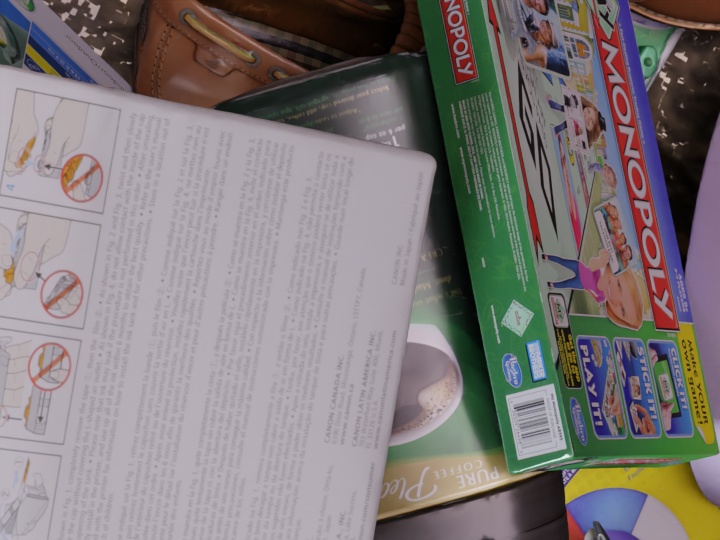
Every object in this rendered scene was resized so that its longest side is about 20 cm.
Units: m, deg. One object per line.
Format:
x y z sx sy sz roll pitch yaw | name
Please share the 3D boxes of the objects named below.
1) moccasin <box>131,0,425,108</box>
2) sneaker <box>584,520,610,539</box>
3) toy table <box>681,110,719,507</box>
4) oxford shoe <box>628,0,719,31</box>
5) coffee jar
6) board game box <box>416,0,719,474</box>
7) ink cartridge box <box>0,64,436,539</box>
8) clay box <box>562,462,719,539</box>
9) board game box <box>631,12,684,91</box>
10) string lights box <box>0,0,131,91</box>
0.012 -0.083 1.037 0.201 0.078 0.074 17 45 -8 | moccasin
0.126 0.159 1.032 0.199 0.079 0.130 -5 103 -5 | sneaker
0.209 0.008 1.039 0.184 0.117 0.200 -32 125 -49 | toy table
0.122 -0.140 1.047 0.200 0.071 0.071 12 88 -17 | oxford shoe
0.009 0.025 0.964 0.104 0.085 0.200 -15 89 5 | coffee jar
0.077 -0.026 0.967 0.029 0.135 0.200 -16 80 29 | board game box
-0.077 0.024 0.848 0.200 0.050 0.162 10 89 -32 | ink cartridge box
0.091 0.117 1.088 0.115 0.048 0.200 -37 102 -11 | clay box
0.081 -0.191 1.083 0.200 0.026 0.200 33 84 -14 | board game box
-0.141 -0.037 0.933 0.059 0.200 0.103 -38 115 18 | string lights box
